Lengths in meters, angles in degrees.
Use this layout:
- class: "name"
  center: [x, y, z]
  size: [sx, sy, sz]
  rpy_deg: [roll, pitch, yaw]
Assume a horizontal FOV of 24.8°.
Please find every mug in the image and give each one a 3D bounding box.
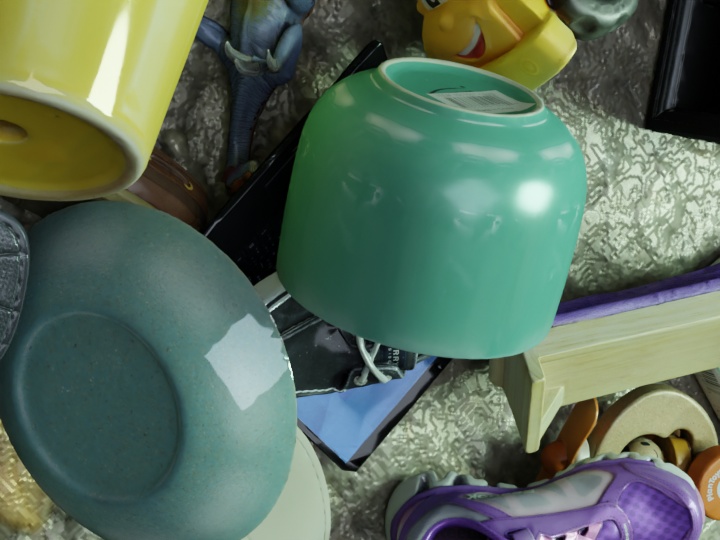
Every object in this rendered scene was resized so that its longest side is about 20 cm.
- class: "mug"
  center: [0.040, -0.046, 0.852]
  size: [0.150, 0.185, 0.116]
  rpy_deg: [12, 113, -1]

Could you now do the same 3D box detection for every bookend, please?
- class: "bookend"
  center: [0.279, -0.167, 0.986]
  size: [0.091, 0.200, 0.201]
  rpy_deg: [7, 97, -24]

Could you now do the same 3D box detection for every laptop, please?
- class: "laptop"
  center: [0.000, 0.000, 0.944]
  size: [0.103, 0.200, 0.178]
  rpy_deg: [38, 80, 18]

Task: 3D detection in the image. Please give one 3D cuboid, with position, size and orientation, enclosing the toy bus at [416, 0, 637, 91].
- class: "toy bus"
  center: [0.071, -0.218, 0.910]
  size: [0.191, 0.135, 0.201]
  rpy_deg: [38, 66, -18]

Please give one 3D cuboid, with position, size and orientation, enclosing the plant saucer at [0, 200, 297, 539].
- class: "plant saucer"
  center: [-0.128, 0.066, 0.862]
  size: [0.039, 0.199, 0.203]
  rpy_deg: [-31, 116, -58]

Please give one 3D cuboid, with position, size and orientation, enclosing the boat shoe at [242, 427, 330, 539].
- class: "boat shoe"
  center: [-0.084, 0.102, 0.955]
  size: [0.073, 0.062, 0.201]
  rpy_deg: [-52, 125, -28]

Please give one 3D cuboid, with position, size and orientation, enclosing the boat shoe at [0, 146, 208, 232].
- class: "boat shoe"
  center: [-0.166, -0.072, 0.888]
  size: [0.200, 0.072, 0.068]
  rpy_deg: [40, 50, -16]

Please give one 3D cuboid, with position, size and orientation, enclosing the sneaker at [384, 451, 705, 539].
- class: "sneaker"
  center: [0.108, 0.163, 0.986]
  size: [0.198, 0.088, 0.081]
  rpy_deg: [-7, 101, 10]

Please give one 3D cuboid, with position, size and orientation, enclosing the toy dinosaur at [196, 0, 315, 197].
- class: "toy dinosaur"
  center: [-0.043, -0.134, 0.917]
  size: [0.199, 0.105, 0.183]
  rpy_deg: [-23, 126, -29]

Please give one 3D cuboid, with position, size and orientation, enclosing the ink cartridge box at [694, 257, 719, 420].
- class: "ink cartridge box"
  center: [0.318, 0.032, 1.123]
  size: [0.199, 0.050, 0.162]
  rpy_deg: [-38, 112, -11]

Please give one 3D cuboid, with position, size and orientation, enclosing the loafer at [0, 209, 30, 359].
- class: "loafer"
  center: [-0.234, 0.052, 0.862]
  size: [0.071, 0.063, 0.202]
  rpy_deg: [20, 99, -24]

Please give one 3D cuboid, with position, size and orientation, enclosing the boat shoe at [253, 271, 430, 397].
- class: "boat shoe"
  center: [0.004, 0.033, 0.910]
  size: [0.199, 0.068, 0.072]
  rpy_deg: [-21, 126, -33]

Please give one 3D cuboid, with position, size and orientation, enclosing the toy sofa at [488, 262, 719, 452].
- class: "toy sofa"
  center: [0.176, 0.030, 0.997]
  size: [0.198, 0.098, 0.083]
  rpy_deg: [-12, 145, -7]

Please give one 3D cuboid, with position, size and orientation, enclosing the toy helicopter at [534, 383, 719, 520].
- class: "toy helicopter"
  center: [0.151, 0.161, 1.059]
  size: [0.132, 0.079, 0.201]
  rpy_deg: [34, 91, -26]

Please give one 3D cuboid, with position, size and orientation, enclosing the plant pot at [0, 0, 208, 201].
- class: "plant pot"
  center: [-0.152, -0.145, 0.771]
  size: [0.199, 0.200, 0.191]
  rpy_deg: [17, 68, -25]
